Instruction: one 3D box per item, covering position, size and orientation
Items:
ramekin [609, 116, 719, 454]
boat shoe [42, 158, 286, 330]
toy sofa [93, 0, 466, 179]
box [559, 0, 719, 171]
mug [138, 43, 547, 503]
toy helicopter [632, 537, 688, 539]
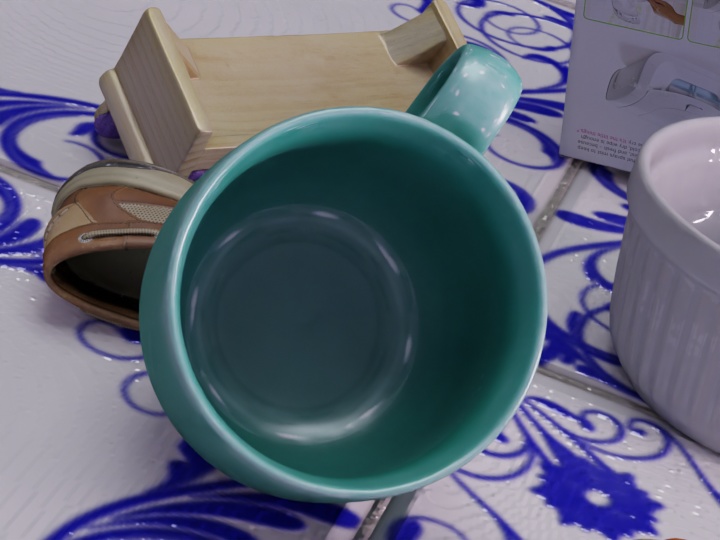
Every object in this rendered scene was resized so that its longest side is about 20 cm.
[{"bbox_3d":[0.215,0.016,1.021,0.199,0.105,0.200,13,28,-7],"label":"ramekin"},{"bbox_3d":[-0.049,0.010,0.946,0.199,0.076,0.074,11,35,5],"label":"boat shoe"},{"bbox_3d":[-0.035,-0.081,1.115,0.199,0.098,0.083,-6,59,-35],"label":"toy sofa"},{"bbox_3d":[0.226,-0.136,1.194,0.199,0.177,0.097,14,30,20],"label":"box"},{"bbox_3d":[0.000,0.011,0.857,0.185,0.153,0.114,-24,-1,-17],"label":"mug"},{"bbox_3d":[0.177,0.166,0.789,0.200,0.079,0.132,33,22,9],"label":"toy helicopter"}]
